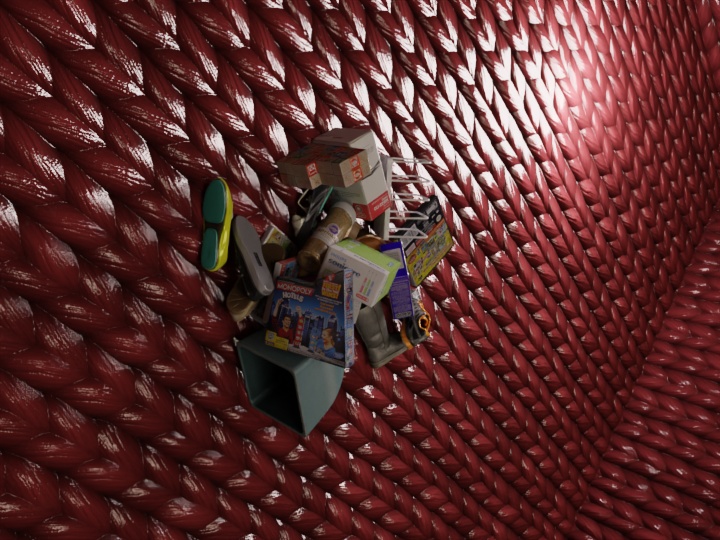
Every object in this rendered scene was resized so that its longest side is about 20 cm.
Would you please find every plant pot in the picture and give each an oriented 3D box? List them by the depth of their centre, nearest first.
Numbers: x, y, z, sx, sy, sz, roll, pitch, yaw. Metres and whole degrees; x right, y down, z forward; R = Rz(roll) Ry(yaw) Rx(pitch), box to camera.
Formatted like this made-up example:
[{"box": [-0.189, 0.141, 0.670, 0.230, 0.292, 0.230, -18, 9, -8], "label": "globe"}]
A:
[{"box": [-0.143, 0.227, 1.665, 0.199, 0.194, 0.199, -35, 132, -39], "label": "plant pot"}]

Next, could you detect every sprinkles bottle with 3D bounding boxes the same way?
[{"box": [-0.078, -0.080, 1.656, 0.201, 0.067, 0.069, -58, 135, -42], "label": "sprinkles bottle"}]

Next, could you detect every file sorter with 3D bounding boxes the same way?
[{"box": [0.108, -0.191, 1.816, 0.122, 0.139, 0.205, 0, 103, -10], "label": "file sorter"}]

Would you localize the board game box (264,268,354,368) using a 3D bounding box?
[{"box": [-0.092, 0.083, 1.517, 0.062, 0.196, 0.204, -7, 111, -72], "label": "board game box"}]

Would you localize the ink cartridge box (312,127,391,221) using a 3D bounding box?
[{"box": [-0.020, -0.236, 1.706, 0.083, 0.143, 0.203, -37, 124, -32], "label": "ink cartridge box"}]

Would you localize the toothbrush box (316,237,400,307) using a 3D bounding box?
[{"box": [0.000, 0.000, 1.640, 0.087, 0.144, 0.200, -65, 172, 12], "label": "toothbrush box"}]

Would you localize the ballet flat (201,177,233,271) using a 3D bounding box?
[{"box": [-0.307, -0.099, 1.530, 0.067, 0.066, 0.205, -13, 113, -63], "label": "ballet flat"}]

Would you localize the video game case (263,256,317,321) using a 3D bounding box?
[{"box": [-0.151, 0.031, 1.665, 0.199, 0.017, 0.146, -21, 130, -59], "label": "video game case"}]

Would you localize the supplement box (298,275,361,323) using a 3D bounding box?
[{"box": [-0.089, 0.077, 1.669, 0.198, 0.100, 0.105, -12, 124, -54], "label": "supplement box"}]

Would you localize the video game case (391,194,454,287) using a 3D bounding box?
[{"box": [0.183, -0.084, 2.025, 0.200, 0.025, 0.183, -46, 128, -27], "label": "video game case"}]

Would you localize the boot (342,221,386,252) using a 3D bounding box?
[{"box": [-0.020, -0.036, 1.819, 0.199, 0.073, 0.157, 28, 88, -45], "label": "boot"}]

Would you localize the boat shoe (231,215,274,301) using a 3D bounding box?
[{"box": [-0.249, -0.027, 1.545, 0.068, 0.056, 0.203, 15, 46, -54], "label": "boat shoe"}]

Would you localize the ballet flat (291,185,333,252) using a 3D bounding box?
[{"box": [-0.126, -0.135, 1.690, 0.072, 0.072, 0.203, 24, 87, -44], "label": "ballet flat"}]

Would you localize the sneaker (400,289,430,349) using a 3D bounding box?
[{"box": [0.160, 0.131, 1.974, 0.078, 0.076, 0.202, 47, 32, -35], "label": "sneaker"}]

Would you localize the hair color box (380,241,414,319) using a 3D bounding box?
[{"box": [0.098, 0.029, 1.860, 0.063, 0.111, 0.201, -10, 146, 1], "label": "hair color box"}]

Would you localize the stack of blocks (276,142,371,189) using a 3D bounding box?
[{"box": [-0.085, -0.235, 1.604, 0.114, 0.198, 0.060, -35, 123, -33], "label": "stack of blocks"}]

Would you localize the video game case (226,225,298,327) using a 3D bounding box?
[{"box": [-0.205, 0.026, 1.680, 0.182, 0.023, 0.202, 41, 72, -42], "label": "video game case"}]

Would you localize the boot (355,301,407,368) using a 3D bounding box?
[{"box": [0.061, 0.147, 1.945, 0.181, 0.072, 0.203, -35, 116, -35], "label": "boot"}]

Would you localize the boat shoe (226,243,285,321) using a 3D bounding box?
[{"box": [-0.238, 0.025, 1.595, 0.201, 0.070, 0.065, -56, 167, -28], "label": "boat shoe"}]
